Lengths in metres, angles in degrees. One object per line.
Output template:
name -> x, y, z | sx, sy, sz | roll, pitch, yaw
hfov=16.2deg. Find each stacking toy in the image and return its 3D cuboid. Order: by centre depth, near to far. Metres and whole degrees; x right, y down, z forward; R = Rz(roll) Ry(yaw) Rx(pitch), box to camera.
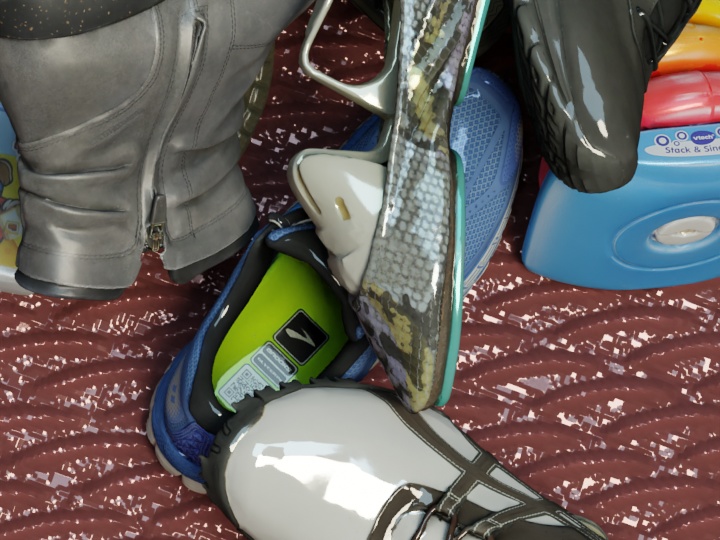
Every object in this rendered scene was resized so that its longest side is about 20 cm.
stacking toy -> 0.111, -0.103, 1.010 | 0.116, 0.110, 0.201 | -5, 65, -9

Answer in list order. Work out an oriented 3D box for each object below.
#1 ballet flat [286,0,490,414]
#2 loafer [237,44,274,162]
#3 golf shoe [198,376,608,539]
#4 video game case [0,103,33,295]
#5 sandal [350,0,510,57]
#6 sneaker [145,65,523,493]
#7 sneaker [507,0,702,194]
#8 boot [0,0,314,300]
ballet flat -> 0.009, -0.052, 0.894 | 0.072, 0.072, 0.201 | 7, 89, -8
loafer -> -0.077, -0.119, 0.981 | 0.076, 0.067, 0.201 | 6, 95, -39
golf shoe -> 0.039, 0.101, 0.907 | 0.200, 0.094, 0.078 | 26, 94, -20
video game case -> -0.207, -0.097, 0.984 | 0.199, 0.023, 0.183 | 12, 74, -8
sandal -> -0.009, -0.158, 1.021 | 0.080, 0.057, 0.201 | -39, 69, -16
sneaker -> 0.000, 0.000, 0.959 | 0.078, 0.089, 0.200 | 38, 73, 0
sneaker -> 0.098, -0.118, 0.930 | 0.090, 0.076, 0.201 | -4, 58, 8
boot -> -0.051, -0.074, 0.935 | 0.200, 0.070, 0.132 | -21, 118, -27
